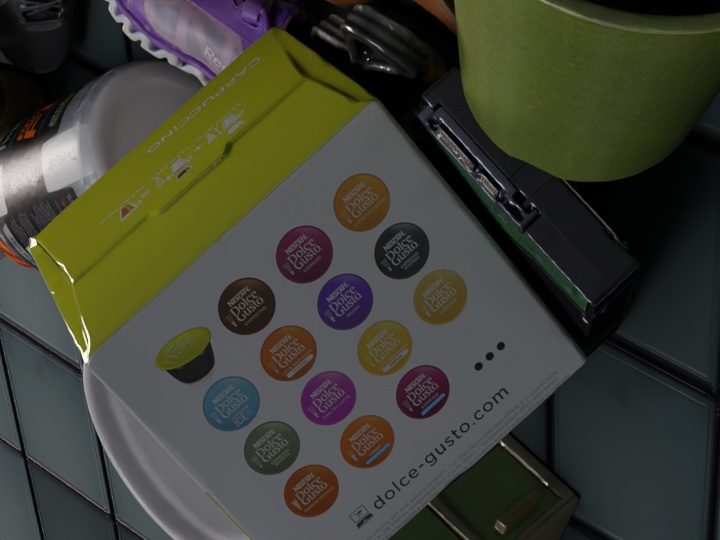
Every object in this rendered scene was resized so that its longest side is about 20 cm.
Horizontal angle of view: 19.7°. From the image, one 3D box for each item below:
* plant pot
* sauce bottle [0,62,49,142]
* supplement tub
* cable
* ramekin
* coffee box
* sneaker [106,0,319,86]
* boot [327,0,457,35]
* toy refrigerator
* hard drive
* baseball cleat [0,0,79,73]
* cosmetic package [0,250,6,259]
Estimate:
[{"bbox_3d":[0.113,-0.139,0.948,0.200,0.200,0.190,43,157,17],"label":"plant pot"},{"bbox_3d":[-0.274,-0.118,1.444,0.065,0.065,0.200,50,-172,6],"label":"sauce bottle"},{"bbox_3d":[-0.177,-0.063,1.417,0.199,0.122,0.123,-17,105,55],"label":"supplement tub"},{"bbox_3d":[0.013,-0.123,1.098,0.097,0.050,0.200,41,175,11],"label":"cable"},{"bbox_3d":[-0.095,0.103,1.476,0.199,0.105,0.201,31,140,31],"label":"ramekin"},{"bbox_3d":[-0.037,0.016,1.145,0.198,0.199,0.200,49,179,-25],"label":"coffee box"},{"bbox_3d":[-0.074,-0.149,1.260,0.200,0.080,0.089,46,140,4],"label":"sneaker"},{"bbox_3d":[0.018,-0.170,1.136,0.200,0.074,0.155,50,156,1],"label":"boot"},{"bbox_3d":[0.041,0.186,1.291,0.076,0.199,0.070,42,144,19],"label":"toy refrigerator"},{"bbox_3d":[0.088,-0.025,1.114,0.140,0.038,0.200,48,177,11],"label":"hard drive"},{"bbox_3d":[-0.220,-0.200,1.376,0.107,0.069,0.201,-115,18,-48],"label":"baseball cleat"},{"bbox_3d":[-0.327,-0.091,1.598,0.199,0.107,0.091,30,141,30],"label":"cosmetic package"}]
